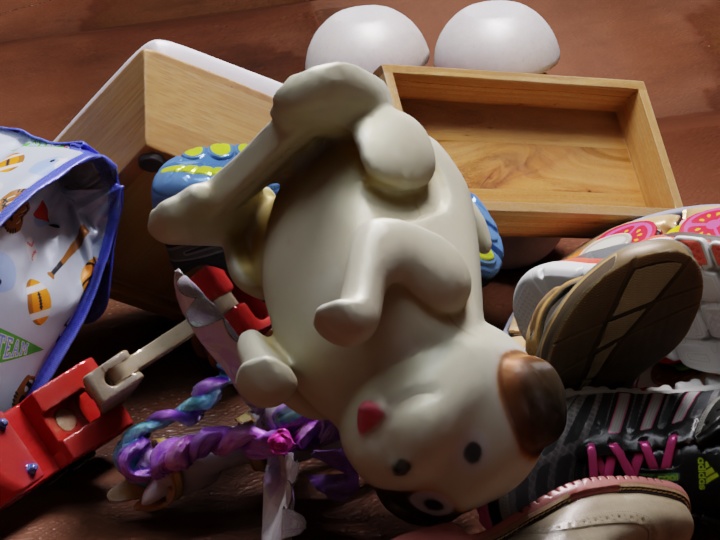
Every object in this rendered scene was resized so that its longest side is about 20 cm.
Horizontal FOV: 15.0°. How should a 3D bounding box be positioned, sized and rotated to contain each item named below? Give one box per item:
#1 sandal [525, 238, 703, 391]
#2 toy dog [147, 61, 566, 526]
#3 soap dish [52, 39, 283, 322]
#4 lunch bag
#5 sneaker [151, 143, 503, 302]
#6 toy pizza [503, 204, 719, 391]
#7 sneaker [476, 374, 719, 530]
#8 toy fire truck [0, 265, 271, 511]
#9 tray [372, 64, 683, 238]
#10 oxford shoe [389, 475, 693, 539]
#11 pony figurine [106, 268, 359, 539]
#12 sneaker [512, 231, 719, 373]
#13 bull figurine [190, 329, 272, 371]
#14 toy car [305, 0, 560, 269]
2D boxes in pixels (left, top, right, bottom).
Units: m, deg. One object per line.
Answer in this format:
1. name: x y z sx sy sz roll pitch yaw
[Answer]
1. sandal: 0.121 0.036 1.447 0.080 0.200 0.054 -10 62 -16
2. toy dog: 0.013 0.029 1.335 0.139 0.201 0.194 -36 -25 22
3. soap dish: -0.114 -0.048 1.702 0.157 0.200 0.082 20 53 -25
4. lunch bag: -0.247 0.004 1.634 0.169 0.124 0.201 11 65 41
5. sneaker: -0.017 -0.018 1.484 0.198 0.083 0.071 7 31 15
6. toy pizza: 0.169 0.019 1.586 0.199 0.032 0.201 -19 33 13
7. sneaker: 0.156 0.099 1.409 0.199 0.074 0.087 -10 14 -24
8. toy fire truck: -0.146 0.069 1.516 0.141 0.049 0.200 -38 -3 39
9. tray: 0.100 -0.070 1.673 0.199 0.099 0.037 1 -28 -31
10. oxford shoe: 0.089 0.156 1.320 0.199 0.071 0.075 -15 49 -28
11. pony figurine: -0.033 0.081 1.453 0.199 0.168 0.193 -15 -11 -14
12. sneaker: 0.176 0.007 1.494 0.199 0.078 0.082 0 19 44
13. bull figurine: -0.008 0.012 1.674 0.199 0.122 0.065 -18 62 -9
14. toy car: 0.044 -0.075 1.775 0.199 0.176 0.150 0 24 16
